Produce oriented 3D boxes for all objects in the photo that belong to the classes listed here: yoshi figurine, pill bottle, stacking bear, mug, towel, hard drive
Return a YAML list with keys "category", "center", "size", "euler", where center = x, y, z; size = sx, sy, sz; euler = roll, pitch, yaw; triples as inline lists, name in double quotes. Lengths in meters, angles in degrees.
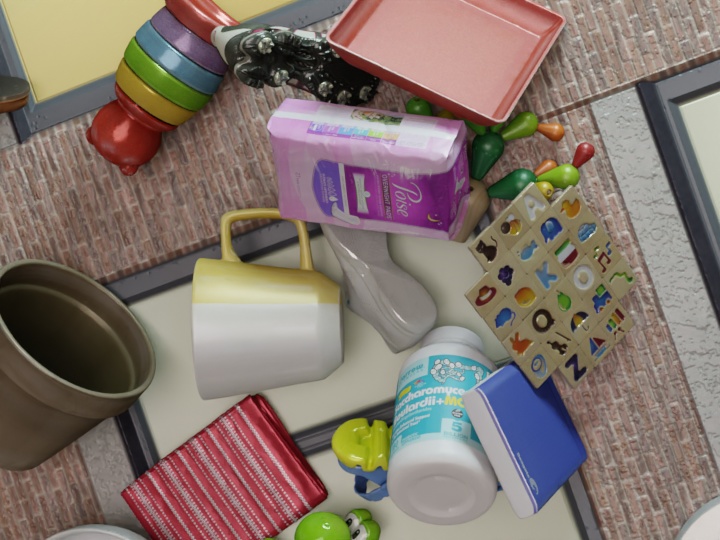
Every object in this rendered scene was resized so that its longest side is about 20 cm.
- category: "yoshi figurine"
  center: [-0.067, 0.329, 1.704]
  size: [0.112, 0.112, 0.200]
  euler: [40, 97, 5]
- category: "pill bottle"
  center: [0.088, 0.151, 1.623]
  size: [0.110, 0.200, 0.111]
  euler: [3, 134, 4]
- category: "stacking bear"
  center: [-0.215, -0.198, 1.707]
  size: [0.121, 0.114, 0.200]
  euler: [39, 103, 6]
- category: "mug"
  center: [-0.096, 0.044, 1.677]
  size: [0.152, 0.150, 0.187]
  euler: [-2, 117, 2]
- category: "towel"
  center: [-0.150, 0.246, 1.761]
  size: [0.200, 0.022, 0.145]
  euler: [-37, 89, 12]
- category: "hard drive"
  center: [0.169, 0.160, 1.607]
  size: [0.025, 0.200, 0.132]
  euler: [-26, 88, 23]

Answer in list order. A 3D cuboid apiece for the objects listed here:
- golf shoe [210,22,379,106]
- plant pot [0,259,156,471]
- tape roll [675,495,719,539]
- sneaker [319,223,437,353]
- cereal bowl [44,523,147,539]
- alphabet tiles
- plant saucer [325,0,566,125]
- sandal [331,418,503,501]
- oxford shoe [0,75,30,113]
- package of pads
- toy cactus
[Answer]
- category: "golf shoe"
  center: [-0.061, -0.224, 1.656]
  size: [0.088, 0.200, 0.077]
  euler: [37, 110, 44]
- category: "plant pot"
  center: [-0.351, 0.117, 1.718]
  size: [0.200, 0.200, 0.174]
  euler: [43, 115, 5]
- category: "tape roll"
  center: [0.418, 0.327, 1.655]
  size: [0.202, 0.037, 0.204]
  euler: [1, 94, 9]
- category: "sneaker"
  center: [0.000, 0.000, 1.701]
  size: [0.200, 0.075, 0.089]
  euler: [60, 145, 16]
- category: "cereal bowl"
  center: [-0.284, 0.374, 1.760]
  size: [0.199, 0.083, 0.201]
  euler: [1, 94, 10]
- category: "alphabet tiles"
  center: [0.197, 0.017, 1.629]
  size: [0.166, 0.006, 0.200]
  euler: [-45, 112, -16]
- category: "plant saucer"
  center: [0.087, -0.236, 1.629]
  size: [0.199, 0.200, 0.037]
  euler: [26, 137, 8]
- category: "sandal"
  center: [0.068, 0.209, 1.702]
  size: [0.199, 0.080, 0.087]
  euler: [6, 131, 3]
- category: "oxford shoe"
  center: [-0.457, -0.170, 1.780]
  size: [0.199, 0.071, 0.071]
  euler: [-12, 119, 10]
- category: "package of pads"
  center: [0.009, -0.101, 1.615]
  size: [0.199, 0.076, 0.121]
  euler: [9, 136, 16]
- category: "toy cactus"
  center: [0.129, -0.106, 1.663]
  size: [0.199, 0.102, 0.166]
  euler: [21, 107, 0]
